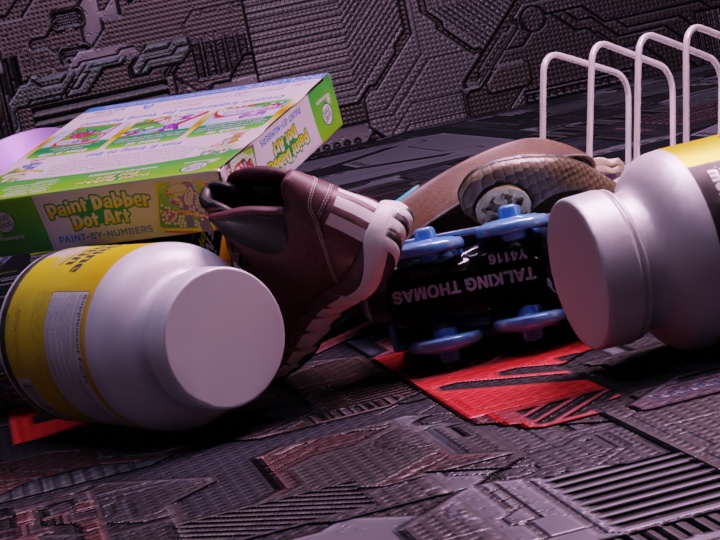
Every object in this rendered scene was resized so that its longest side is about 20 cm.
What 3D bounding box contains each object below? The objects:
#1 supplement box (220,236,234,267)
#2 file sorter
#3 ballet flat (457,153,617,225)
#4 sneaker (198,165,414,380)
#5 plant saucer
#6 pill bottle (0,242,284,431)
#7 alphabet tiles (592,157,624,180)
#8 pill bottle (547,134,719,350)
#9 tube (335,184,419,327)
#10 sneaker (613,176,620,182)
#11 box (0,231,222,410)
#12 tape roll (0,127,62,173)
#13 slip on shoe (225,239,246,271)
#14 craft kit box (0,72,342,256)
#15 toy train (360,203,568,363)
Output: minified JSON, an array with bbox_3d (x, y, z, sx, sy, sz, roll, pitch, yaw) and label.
[{"bbox_3d":[-0.159,-0.003,1.636,0.109,0.109,0.200,-13,8,-6],"label":"supplement box"},{"bbox_3d":[0.257,-0.123,1.682,0.200,0.125,0.139,-6,-10,41],"label":"file sorter"},{"bbox_3d":[0.155,-0.030,1.367,0.199,0.046,0.067,13,-45,-28],"label":"ballet flat"},{"bbox_3d":[-0.056,-0.010,1.275,0.200,0.115,0.076,-46,20,52],"label":"sneaker"},{"bbox_3d":[0.071,-0.035,1.453,0.200,0.035,0.200,-28,-15,-8],"label":"plant saucer"},{"bbox_3d":[-0.130,0.039,1.251,0.112,0.112,0.200,-17,8,-33],"label":"pill bottle"},{"bbox_3d":[0.169,-0.053,1.601,0.195,0.015,0.200,-10,-13,17],"label":"alphabet tiles"},{"bbox_3d":[0.211,-0.021,1.149,0.199,0.113,0.112,-14,8,-14],"label":"pill bottle"},{"bbox_3d":[0.000,0.000,1.524,0.050,0.078,0.200,4,18,33],"label":"tube"},{"bbox_3d":[0.171,-0.033,1.460,0.199,0.073,0.085,-15,10,-10],"label":"sneaker"},{"bbox_3d":[-0.199,0.013,1.459,0.199,0.044,0.161,-10,51,18],"label":"box"},{"bbox_3d":[-0.305,-0.027,1.794,0.200,0.085,0.200,-33,-16,-11],"label":"tape roll"},{"bbox_3d":[-0.058,-0.016,1.557,0.074,0.061,0.200,-4,-20,9],"label":"slip on shoe"},{"bbox_3d":[-0.138,-0.072,1.401,0.199,0.049,0.198,-6,18,25],"label":"craft kit box"},{"bbox_3d":[0.100,0.002,1.288,0.199,0.087,0.114,-11,1,6],"label":"toy train"}]
